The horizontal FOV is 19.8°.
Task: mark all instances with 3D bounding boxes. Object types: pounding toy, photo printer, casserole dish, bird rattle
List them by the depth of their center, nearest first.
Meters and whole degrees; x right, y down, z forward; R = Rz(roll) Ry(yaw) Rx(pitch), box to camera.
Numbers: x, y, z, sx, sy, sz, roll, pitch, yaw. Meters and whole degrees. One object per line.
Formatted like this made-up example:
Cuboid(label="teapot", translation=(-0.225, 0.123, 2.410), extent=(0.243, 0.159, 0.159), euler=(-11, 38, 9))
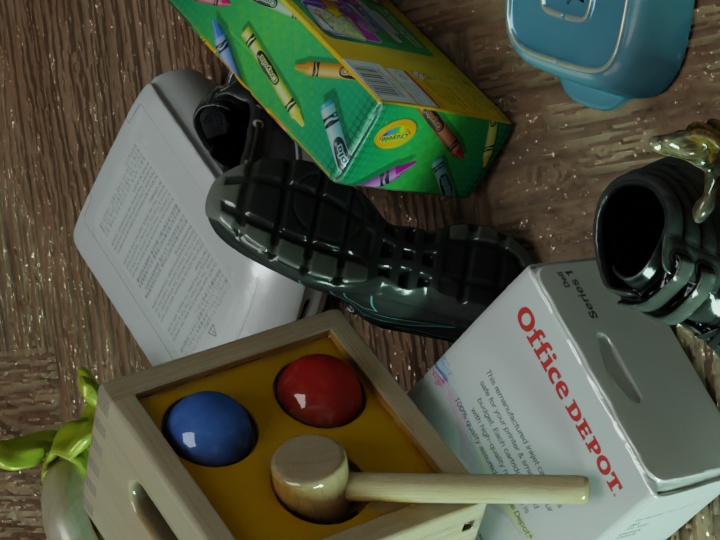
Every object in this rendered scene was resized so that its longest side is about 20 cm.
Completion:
Cuboid(label="pounding toy", translation=(-0.018, 0.121, 1.112), extent=(0.200, 0.184, 0.143), euler=(50, 143, 33))
Cuboid(label="casserole dish", translation=(0.128, -0.184, 1.114), extent=(0.121, 0.039, 0.201), euler=(24, 115, 45))
Cuboid(label="bird rattle", translation=(-0.157, 0.160, 1.377), extent=(0.112, 0.200, 0.164), euler=(-28, 51, 25))
Cuboid(label="photo printer", translation=(-0.102, -0.009, 1.381), extent=(0.200, 0.069, 0.167), euler=(53, 131, 28))

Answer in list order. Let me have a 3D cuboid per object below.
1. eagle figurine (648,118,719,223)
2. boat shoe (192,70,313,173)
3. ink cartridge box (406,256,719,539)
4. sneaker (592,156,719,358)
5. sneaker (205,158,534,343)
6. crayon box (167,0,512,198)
Cuboid(label="eagle figurine", translation=(0.229, -0.045, 0.916), extent=(0.200, 0.151, 0.152), euler=(16, 74, 48))
Cuboid(label="boat shoe", translation=(-0.071, -0.085, 1.281), extent=(0.200, 0.066, 0.070), euler=(-104, 36, -54))
Cuboid(label="ink cartridge box", translation=(0.101, 0.106, 1.154), extent=(0.200, 0.084, 0.145), euler=(-49, 60, 42))
Cuboid(label="sneaker", translation=(0.182, 0.028, 1.038), extent=(0.071, 0.099, 0.201), euler=(-44, 64, 41))
Cuboid(label="sneaker", translation=(0.000, 0.000, 1.188), extent=(0.079, 0.199, 0.076), euler=(131, 155, -56))
Cuboid(label="crayon box", translation=(-0.017, -0.128, 1.222), extent=(0.200, 0.119, 0.058), euler=(48, 118, 33))
